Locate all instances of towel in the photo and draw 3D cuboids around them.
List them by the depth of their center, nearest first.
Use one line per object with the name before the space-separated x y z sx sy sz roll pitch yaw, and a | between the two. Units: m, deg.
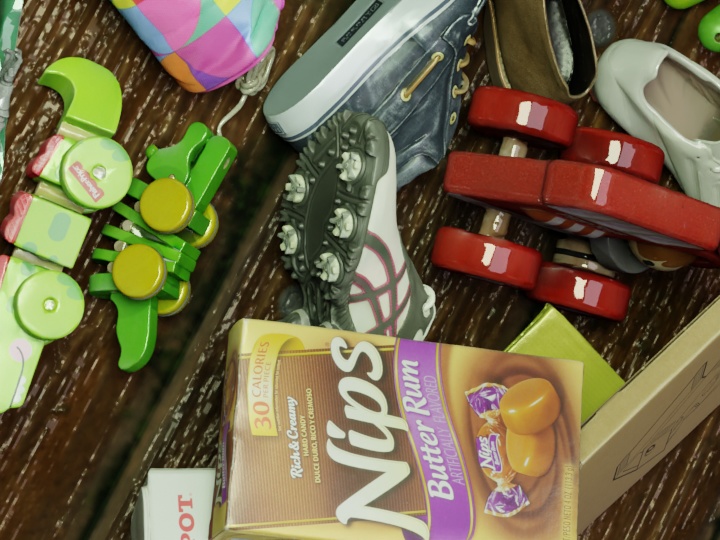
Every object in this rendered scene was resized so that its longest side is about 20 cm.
towel | 0.070 0.116 1.256 0.200 0.018 0.086 -45 115 1

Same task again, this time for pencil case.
pencil case | -0.119 -0.191 1.115 0.088 0.088 0.200 -46 121 -15

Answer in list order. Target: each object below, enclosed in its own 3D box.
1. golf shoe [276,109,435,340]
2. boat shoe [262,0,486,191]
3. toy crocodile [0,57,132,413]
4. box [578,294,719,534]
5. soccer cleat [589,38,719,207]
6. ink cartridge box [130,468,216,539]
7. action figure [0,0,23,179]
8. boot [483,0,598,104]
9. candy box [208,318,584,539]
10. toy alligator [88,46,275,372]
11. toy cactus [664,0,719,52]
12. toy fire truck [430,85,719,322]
golf shoe | 0.000 0.000 1.199 0.087 0.077 0.202 -7 120 -32
boat shoe | 0.041 -0.130 1.209 0.200 0.071 0.091 -43 117 4
toy crocodile | -0.173 -0.017 1.128 0.061 0.067 0.202 21 83 -15
box | 0.192 0.080 1.274 0.200 0.164 0.021 -41 69 -17
soccer cleat | 0.228 -0.076 1.308 0.199 0.077 0.070 36 80 -24
ink cartridge box | -0.028 0.192 1.161 0.198 0.083 0.147 1 66 -15
action figure | -0.222 -0.109 1.105 0.117 0.055 0.202 -2 98 -25
boot | 0.100 -0.196 1.238 0.073 0.075 0.202 -21 102 -20
candy box | 0.021 0.100 1.130 0.198 0.056 0.118 7 74 -12
toy alligator | -0.109 -0.043 1.165 0.054 0.059 0.202 20 84 15
toy cactus | 0.265 -0.208 1.315 0.200 0.102 0.165 43 66 -14
toy fire truck | 0.149 -0.031 1.215 0.199 0.167 0.113 18 87 -39
